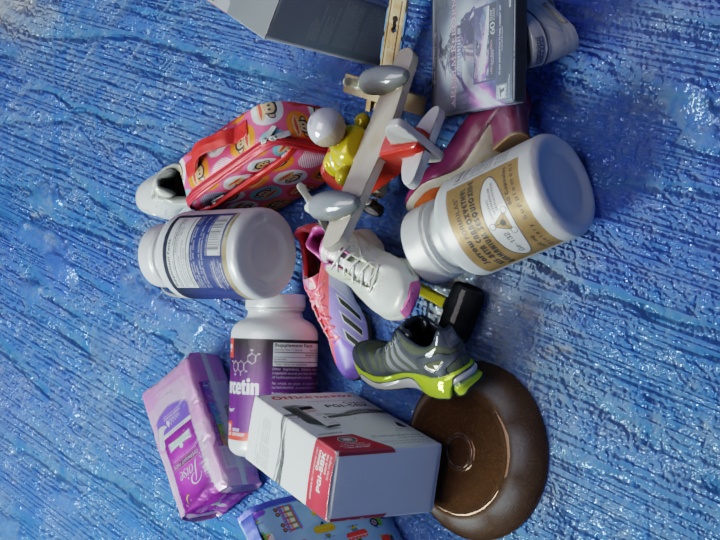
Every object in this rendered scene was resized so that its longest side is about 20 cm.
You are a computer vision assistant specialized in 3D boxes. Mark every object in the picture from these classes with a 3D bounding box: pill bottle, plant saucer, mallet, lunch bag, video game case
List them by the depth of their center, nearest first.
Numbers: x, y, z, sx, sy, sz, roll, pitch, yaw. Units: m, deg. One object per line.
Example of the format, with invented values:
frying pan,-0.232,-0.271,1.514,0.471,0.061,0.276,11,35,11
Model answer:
pill bottle,0.144,-0.059,1.396,0.199,0.114,0.116,-25,71,39
video game case,0.127,-0.246,1.410,0.200,0.019,0.145,-177,88,-67
plant saucer,0.120,0.204,1.454,0.199,0.036,0.203,-5,83,43
lunch bag,-0.044,0.332,1.485,0.094,0.199,0.152,-46,58,29
mallet,0.064,0.029,1.520,0.199,0.041,0.067,19,97,46
pill bottle,-0.184,-0.020,1.605,0.198,0.110,0.113,0,87,42
lunch bag,-0.131,-0.140,1.613,0.199,0.175,0.083,-29,66,38
pill bottle,-0.109,0.131,1.618,0.112,0.112,0.203,-2,85,42

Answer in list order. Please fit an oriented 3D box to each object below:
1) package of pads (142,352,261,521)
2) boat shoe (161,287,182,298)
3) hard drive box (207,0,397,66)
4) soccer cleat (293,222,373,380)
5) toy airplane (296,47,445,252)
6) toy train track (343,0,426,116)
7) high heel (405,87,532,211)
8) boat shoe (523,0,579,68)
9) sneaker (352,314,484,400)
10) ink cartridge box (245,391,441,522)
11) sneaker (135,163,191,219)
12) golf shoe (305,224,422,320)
package of pads,-0.217,0.225,1.737,0.120,0.075,0.202,-39,62,37
boat shoe,-0.188,-0.003,1.726,0.198,0.072,0.073,-11,81,39
hard drive box,-0.077,-0.327,1.560,0.156,0.199,0.078,39,112,38
soccer cleat,-0.037,0.038,1.584,0.068,0.073,0.203,-23,72,39
toy airplane,0.006,-0.141,1.462,0.200,0.140,0.201,-55,16,26
toy train track,0.042,-0.255,1.545,0.114,0.032,0.202,20,116,25
high heel,0.122,-0.141,1.472,0.199,0.067,0.097,-32,45,37
boat shoe,0.178,-0.280,1.412,0.200,0.069,0.072,-124,26,-56
sneaker,0.059,0.089,1.467,0.199,0.074,0.082,1,115,51
ink cartridge box,-0.023,0.208,1.480,0.199,0.145,0.084,23,108,55
sneaker,-0.259,-0.119,1.782,0.198,0.099,0.079,-10,81,42
golf shoe,0.000,0.000,1.485,0.200,0.091,0.076,38,108,59
